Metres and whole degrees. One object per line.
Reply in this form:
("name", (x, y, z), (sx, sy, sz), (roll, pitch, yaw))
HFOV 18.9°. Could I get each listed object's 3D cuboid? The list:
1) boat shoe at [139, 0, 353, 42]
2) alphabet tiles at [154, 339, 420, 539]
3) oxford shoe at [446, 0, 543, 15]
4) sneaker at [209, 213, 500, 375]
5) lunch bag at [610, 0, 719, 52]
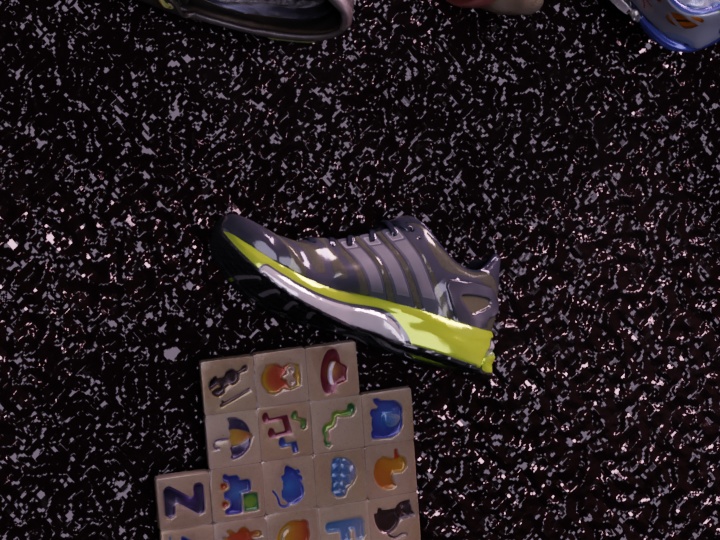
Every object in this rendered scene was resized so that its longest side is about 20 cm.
("boat shoe", (-0.098, -0.184, 1.282), (0.200, 0.061, 0.072), (10, 128, -17))
("alphabet tiles", (-0.043, 0.147, 1.326), (0.166, 0.008, 0.202), (-7, 99, -17))
("oxford shoe", (0.088, -0.256, 1.343), (0.075, 0.070, 0.202), (11, 83, -45))
("sneaker", (0.000, 0.000, 1.326), (0.199, 0.074, 0.081), (21, 77, -23))
("lunch bag", (0.238, -0.231, 1.371), (0.199, 0.076, 0.161), (-28, 77, -13))
